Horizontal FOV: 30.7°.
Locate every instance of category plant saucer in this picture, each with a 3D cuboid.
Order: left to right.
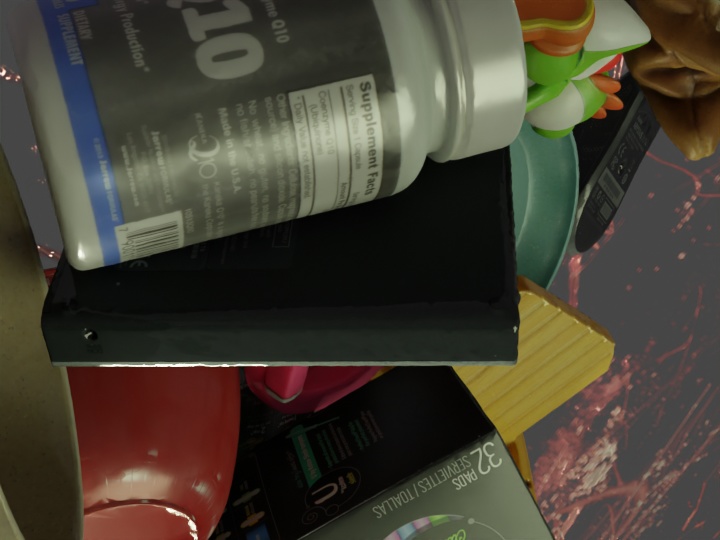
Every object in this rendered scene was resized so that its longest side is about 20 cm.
[{"bbox_3d":[0.085,-0.032,0.939,0.200,0.036,0.200,-26,127,-41],"label":"plant saucer"}]

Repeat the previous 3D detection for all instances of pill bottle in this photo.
[{"bbox_3d":[-0.038,-0.077,0.557,0.200,0.114,0.114,-15,145,-13],"label":"pill bottle"}]

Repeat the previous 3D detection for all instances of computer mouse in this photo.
[{"bbox_3d":[0.201,-0.107,1.062,0.200,0.053,0.138,-59,153,-6],"label":"computer mouse"}]

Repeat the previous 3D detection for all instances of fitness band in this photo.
[{"bbox_3d":[0.000,0.000,0.737,0.144,0.037,0.200,-29,146,-45],"label":"fitness band"}]

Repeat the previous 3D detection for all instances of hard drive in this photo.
[{"bbox_3d":[-0.030,-0.014,0.595,0.140,0.200,0.033,-85,173,-50],"label":"hard drive"}]

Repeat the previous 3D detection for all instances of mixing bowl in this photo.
[{"bbox_3d":[-0.142,0.103,0.669,0.200,0.108,0.200,-16,143,-13],"label":"mixing bowl"}]

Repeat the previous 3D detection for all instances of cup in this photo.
[{"bbox_3d":[-0.201,0.038,0.501,0.143,0.201,0.200,-14,148,-4],"label":"cup"}]

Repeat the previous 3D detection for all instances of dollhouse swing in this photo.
[{"bbox_3d":[0.089,0.133,0.904,0.176,0.182,0.200,-26,146,28],"label":"dollhouse swing"}]

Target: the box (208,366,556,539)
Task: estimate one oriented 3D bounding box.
[{"bbox_3d":[0.003,0.168,0.752,0.200,0.124,0.149,-30,112,-2],"label":"box"}]

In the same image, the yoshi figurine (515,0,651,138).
[{"bbox_3d":[0.093,-0.136,0.778,0.112,0.112,0.200,-32,161,-3],"label":"yoshi figurine"}]

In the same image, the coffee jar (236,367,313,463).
[{"bbox_3d":[-0.087,0.141,0.845,0.104,0.085,0.200,-19,122,-55],"label":"coffee jar"}]

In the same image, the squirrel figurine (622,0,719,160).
[{"bbox_3d":[0.188,-0.196,0.762,0.141,0.200,0.187,-35,156,10],"label":"squirrel figurine"}]
